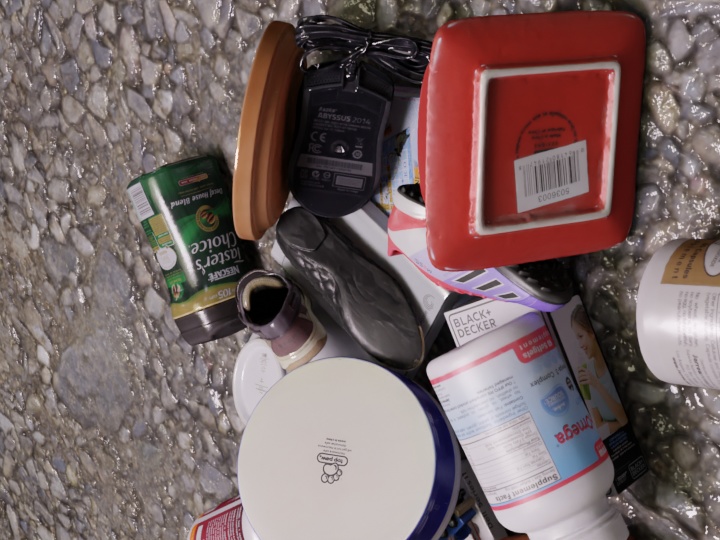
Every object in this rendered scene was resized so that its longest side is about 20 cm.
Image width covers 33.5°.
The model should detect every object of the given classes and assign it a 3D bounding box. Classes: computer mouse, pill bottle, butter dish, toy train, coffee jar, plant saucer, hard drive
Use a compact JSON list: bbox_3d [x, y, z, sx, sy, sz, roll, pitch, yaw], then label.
[{"bbox_3d":[-0.010,-0.140,1.086,0.053,0.137,0.201,-93,17,-52],"label":"computer mouse"},{"bbox_3d":[-0.110,0.307,1.386,0.200,0.113,0.114,-33,81,46],"label":"pill bottle"},{"bbox_3d":[0.118,-0.116,0.987,0.148,0.199,0.201,-147,52,-59],"label":"butter dish"},{"bbox_3d":[0.144,0.145,1.000,0.109,0.108,0.201,-30,84,45],"label":"pill bottle"},{"bbox_3d":[0.315,0.036,0.876,0.199,0.114,0.115,4,108,43],"label":"pill bottle"},{"bbox_3d":[0.059,0.279,1.173,0.046,0.034,0.200,46,131,18],"label":"toy train"},{"bbox_3d":[-0.180,-0.022,1.340,0.085,0.104,0.201,-18,93,48],"label":"coffee jar"},{"bbox_3d":[-0.079,-0.126,1.098,0.032,0.201,0.202,9,116,4],"label":"plant saucer"},{"bbox_3d":[0.000,0.000,1.171,0.200,0.027,0.132,44,132,22],"label":"hard drive"}]

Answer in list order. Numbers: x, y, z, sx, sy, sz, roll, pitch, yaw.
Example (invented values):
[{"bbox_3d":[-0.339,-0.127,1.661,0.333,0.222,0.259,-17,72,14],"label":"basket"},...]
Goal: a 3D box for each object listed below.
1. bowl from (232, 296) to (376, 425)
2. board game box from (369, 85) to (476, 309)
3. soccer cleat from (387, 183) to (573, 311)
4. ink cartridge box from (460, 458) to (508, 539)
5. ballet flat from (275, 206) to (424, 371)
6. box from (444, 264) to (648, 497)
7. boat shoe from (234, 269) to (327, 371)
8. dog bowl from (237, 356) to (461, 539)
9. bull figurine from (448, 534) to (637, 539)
[{"bbox_3d":[-0.072,0.120,1.255,0.200,0.090,0.203,-5,84,52],"label":"bowl"},{"bbox_3d":[0.023,-0.080,1.167,0.199,0.041,0.201,14,115,40],"label":"board game box"},{"bbox_3d":[0.100,-0.006,1.039,0.200,0.068,0.074,34,120,35],"label":"soccer cleat"},{"bbox_3d":[0.081,0.270,1.221,0.200,0.067,0.118,-32,83,45],"label":"ink cartridge box"},{"bbox_3d":[-0.006,0.014,1.138,0.066,0.057,0.200,-41,74,0],"label":"ballet flat"},{"bbox_3d":[0.166,0.109,1.084,0.116,0.060,0.201,-20,90,45],"label":"box"},{"bbox_3d":[-0.090,0.033,1.200,0.065,0.072,0.200,56,178,-27],"label":"boat shoe"},{"bbox_3d":[-0.012,0.184,1.112,0.199,0.079,0.202,-6,73,20],"label":"dog bowl"},{"bbox_3d":[0.160,0.273,1.065,0.198,0.121,0.066,-10,99,6],"label":"bull figurine"}]
